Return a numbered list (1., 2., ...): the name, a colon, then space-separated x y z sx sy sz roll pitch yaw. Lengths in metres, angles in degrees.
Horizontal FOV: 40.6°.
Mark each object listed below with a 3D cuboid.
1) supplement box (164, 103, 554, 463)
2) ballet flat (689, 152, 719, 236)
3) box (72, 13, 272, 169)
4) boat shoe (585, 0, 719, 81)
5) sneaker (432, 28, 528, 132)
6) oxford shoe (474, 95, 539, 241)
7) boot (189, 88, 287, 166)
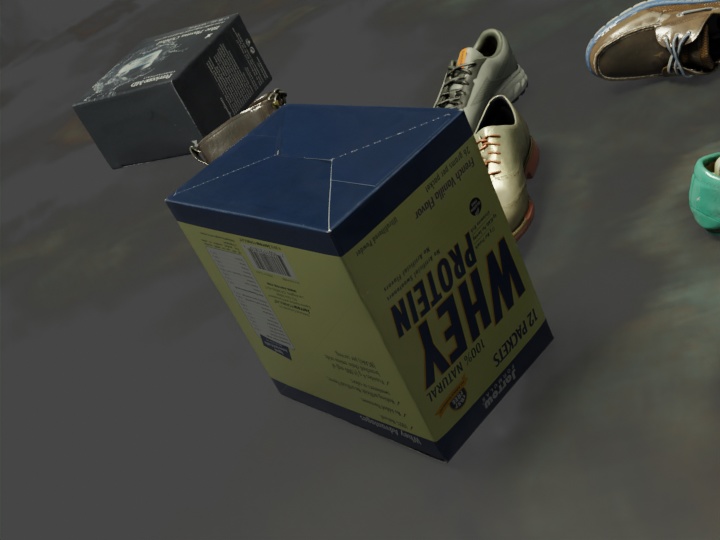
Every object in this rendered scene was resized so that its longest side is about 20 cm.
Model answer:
1. supplement box: 0.000 0.000 0.711 0.134 0.200 0.200 -43 34 -26
2. ballet flat: 0.337 -0.083 0.703 0.199 0.071 0.067 -17 31 17
3. box: -0.267 -0.258 1.406 0.196 0.118 0.200 -6 37 32
4. boat shoe: 0.317 -0.225 0.936 0.199 0.072 0.073 -17 33 17
5. sneaker: 0.106 -0.182 1.031 0.074 0.080 0.200 3 43 38
6. oxford shoe: 0.115 -0.086 0.879 0.070 0.074 0.200 -13 33 22
7. boot: -0.054 -0.094 0.928 0.199 0.175 0.069 -23 -11 10
